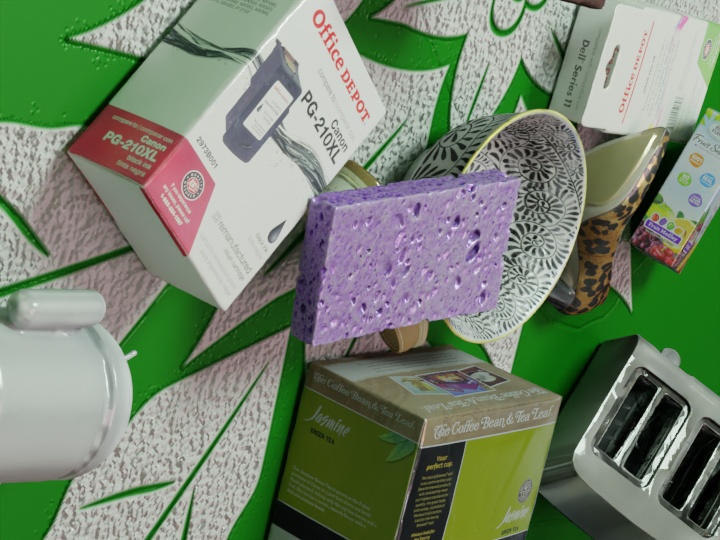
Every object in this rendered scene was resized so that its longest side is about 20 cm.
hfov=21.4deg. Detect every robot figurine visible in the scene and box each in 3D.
[{"bbox_3d":[-0.227,0.080,1.230,0.199,0.113,0.170,6,127,-53],"label":"robot figurine"}]

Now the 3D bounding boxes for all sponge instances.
[{"bbox_3d":[0.036,-0.012,1.432,0.199,0.030,0.112,-11,119,-43],"label":"sponge"}]

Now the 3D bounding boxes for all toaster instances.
[{"bbox_3d":[0.274,0.184,1.850,0.200,0.181,0.119,-55,-173,-20],"label":"toaster"}]

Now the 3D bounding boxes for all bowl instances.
[{"bbox_3d":[0.092,-0.049,1.578,0.200,0.094,0.202,-27,129,-40],"label":"bowl"}]

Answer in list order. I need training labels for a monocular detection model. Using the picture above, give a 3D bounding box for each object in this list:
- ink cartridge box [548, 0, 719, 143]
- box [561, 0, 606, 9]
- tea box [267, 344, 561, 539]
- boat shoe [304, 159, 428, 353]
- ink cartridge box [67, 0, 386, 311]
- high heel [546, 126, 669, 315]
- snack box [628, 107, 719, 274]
[{"bbox_3d":[0.240,-0.183,1.714,0.199,0.067,0.118,2,108,-53],"label":"ink cartridge box"},{"bbox_3d":[0.082,-0.295,1.372,0.199,0.165,0.165,1,107,-51],"label":"box"},{"bbox_3d":[0.045,0.180,1.611,0.199,0.133,0.198,-3,112,-51],"label":"tea box"},{"bbox_3d":[0.000,0.000,1.519,0.066,0.074,0.201,-36,135,-15],"label":"boat shoe"},{"bbox_3d":[-0.088,-0.099,1.333,0.200,0.084,0.145,-52,142,-19],"label":"ink cartridge box"},{"bbox_3d":[0.231,-0.044,1.745,0.200,0.072,0.142,-46,142,17],"label":"high heel"},{"bbox_3d":[0.314,-0.072,1.804,0.143,0.053,0.200,-61,170,4],"label":"snack box"}]
